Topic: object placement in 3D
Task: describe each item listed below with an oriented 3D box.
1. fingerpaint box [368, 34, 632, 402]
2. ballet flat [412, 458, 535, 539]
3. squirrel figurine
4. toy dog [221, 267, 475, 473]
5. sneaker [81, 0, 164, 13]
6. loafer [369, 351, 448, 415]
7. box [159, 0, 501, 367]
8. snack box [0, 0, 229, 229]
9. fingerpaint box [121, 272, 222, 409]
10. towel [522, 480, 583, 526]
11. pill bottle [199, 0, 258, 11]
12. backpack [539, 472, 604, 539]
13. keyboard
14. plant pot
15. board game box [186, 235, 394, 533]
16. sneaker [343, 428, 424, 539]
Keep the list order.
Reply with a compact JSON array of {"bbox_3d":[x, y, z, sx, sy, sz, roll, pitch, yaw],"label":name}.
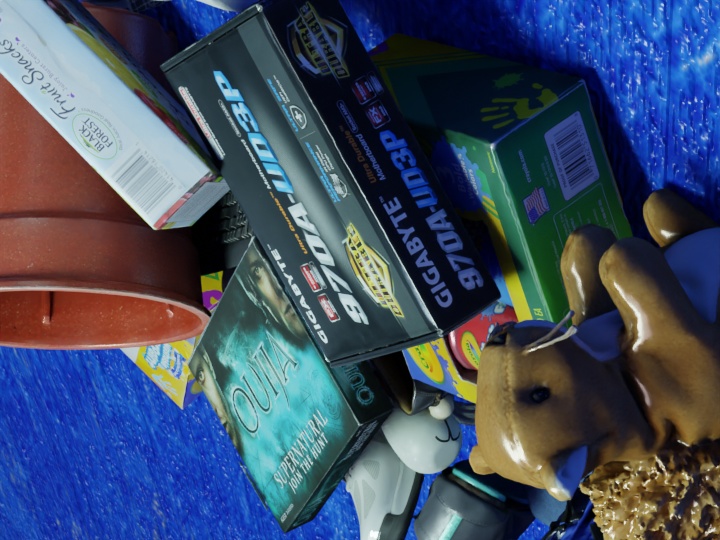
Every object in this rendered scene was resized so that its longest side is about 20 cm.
[{"bbox_3d":[0.073,-0.017,1.557,0.167,0.073,0.200,21,138,51],"label":"fingerpaint box"},{"bbox_3d":[0.073,0.163,1.846,0.073,0.073,0.200,43,-174,10],"label":"ballet flat"},{"bbox_3d":[0.152,0.073,1.432,0.142,0.187,0.200,14,132,57],"label":"squirrel figurine"},{"bbox_3d":[0.006,0.030,1.808,0.200,0.132,0.096,35,128,13],"label":"toy dog"},{"bbox_3d":[-0.164,-0.207,1.730,0.200,0.080,0.076,21,150,52],"label":"sneaker"},{"bbox_3d":[0.000,0.000,1.714,0.200,0.072,0.073,48,155,-11],"label":"loafer"},{"bbox_3d":[-0.018,-0.051,1.520,0.200,0.046,0.159,61,156,-5],"label":"box"},{"bbox_3d":[-0.161,-0.111,1.638,0.200,0.053,0.142,46,-176,2],"label":"snack box"},{"bbox_3d":[-0.160,-0.005,2.102,0.167,0.073,0.200,44,160,11],"label":"fingerpaint box"},{"bbox_3d":[0.139,0.104,1.750,0.112,0.049,0.200,33,155,34],"label":"towel"},{"bbox_3d":[-0.124,-0.215,1.583,0.200,0.114,0.114,27,152,42],"label":"pill bottle"},{"bbox_3d":[0.171,0.183,1.582,0.162,0.200,0.168,33,141,8],"label":"backpack"},{"bbox_3d":[-0.088,-0.063,1.824,0.021,0.127,0.200,9,173,-16],"label":"keyboard"},{"bbox_3d":[-0.195,-0.062,1.830,0.201,0.201,0.195,145,127,-70],"label":"plant pot"},{"bbox_3d":[-0.048,0.071,1.756,0.135,0.028,0.200,59,154,14],"label":"board game box"},{"bbox_3d":[-0.022,0.110,1.848,0.115,0.201,0.076,11,127,-10],"label":"sneaker"}]
